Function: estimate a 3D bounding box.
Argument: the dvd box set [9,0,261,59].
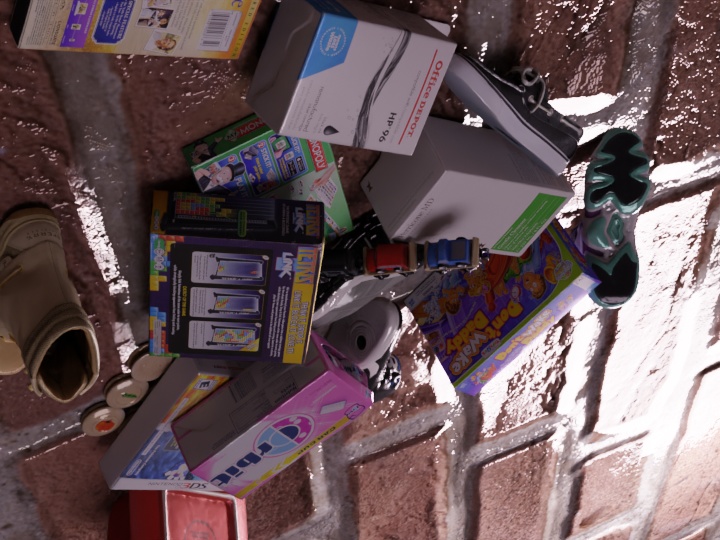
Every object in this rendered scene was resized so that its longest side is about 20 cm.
[{"bbox_3d":[-0.165,-0.236,1.122,0.198,0.030,0.147,-4,137,-33],"label":"dvd box set"}]

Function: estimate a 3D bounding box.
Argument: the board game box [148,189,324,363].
[{"bbox_3d":[-0.125,0.010,1.389,0.163,0.057,0.201,3,142,-8],"label":"board game box"}]

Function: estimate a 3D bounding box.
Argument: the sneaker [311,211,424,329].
[{"bbox_3d":[0.000,0.000,1.526,0.198,0.075,0.079,-28,156,7],"label":"sneaker"}]

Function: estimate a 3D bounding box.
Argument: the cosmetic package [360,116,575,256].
[{"bbox_3d":[0.112,-0.086,1.480,0.198,0.085,0.108,4,137,-41],"label":"cosmetic package"}]

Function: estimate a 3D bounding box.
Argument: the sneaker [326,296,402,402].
[{"bbox_3d":[0.016,0.094,1.658,0.111,0.074,0.200,-3,146,-39],"label":"sneaker"}]

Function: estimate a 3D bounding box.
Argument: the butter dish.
[{"bbox_3d":[-0.239,0.342,1.707,0.147,0.202,0.199,-22,154,32],"label":"butter dish"}]

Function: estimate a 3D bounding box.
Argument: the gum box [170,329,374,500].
[{"bbox_3d":[-0.090,0.153,1.538,0.199,0.066,0.113,-36,146,8],"label":"gum box"}]

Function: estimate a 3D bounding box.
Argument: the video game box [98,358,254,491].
[{"bbox_3d":[-0.170,0.172,1.603,0.181,0.047,0.201,7,131,-46],"label":"video game box"}]

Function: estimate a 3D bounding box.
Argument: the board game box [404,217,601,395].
[{"bbox_3d":[0.158,0.024,1.610,0.200,0.135,0.045,-44,144,19],"label":"board game box"}]

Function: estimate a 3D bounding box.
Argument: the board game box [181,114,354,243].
[{"bbox_3d":[-0.085,-0.077,1.390,0.133,0.029,0.201,-27,146,-7],"label":"board game box"}]

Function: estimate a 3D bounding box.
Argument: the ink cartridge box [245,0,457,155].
[{"bbox_3d":[0.008,-0.175,1.278,0.198,0.068,0.117,4,118,-40],"label":"ink cartridge box"}]

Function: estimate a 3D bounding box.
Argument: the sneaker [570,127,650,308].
[{"bbox_3d":[0.277,-0.062,1.640,0.077,0.203,0.140,7,-177,-5],"label":"sneaker"}]

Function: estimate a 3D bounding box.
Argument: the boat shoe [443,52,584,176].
[{"bbox_3d":[0.157,-0.169,1.411,0.199,0.074,0.068,35,91,-34],"label":"boat shoe"}]

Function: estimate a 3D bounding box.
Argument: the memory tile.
[{"bbox_3d":[-0.204,0.143,1.592,0.199,0.017,0.154,14,126,-46],"label":"memory tile"}]

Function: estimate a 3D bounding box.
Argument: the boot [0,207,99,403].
[{"bbox_3d":[-0.296,0.065,1.296,0.072,0.156,0.201,-4,138,-34],"label":"boot"}]

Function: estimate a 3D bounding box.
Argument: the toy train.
[{"bbox_3d":[0.033,-0.013,1.433,0.197,0.035,0.046,-5,161,22],"label":"toy train"}]
